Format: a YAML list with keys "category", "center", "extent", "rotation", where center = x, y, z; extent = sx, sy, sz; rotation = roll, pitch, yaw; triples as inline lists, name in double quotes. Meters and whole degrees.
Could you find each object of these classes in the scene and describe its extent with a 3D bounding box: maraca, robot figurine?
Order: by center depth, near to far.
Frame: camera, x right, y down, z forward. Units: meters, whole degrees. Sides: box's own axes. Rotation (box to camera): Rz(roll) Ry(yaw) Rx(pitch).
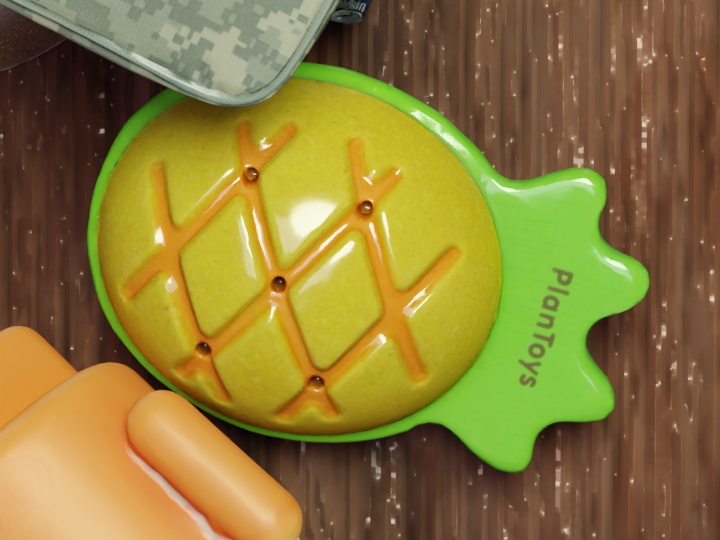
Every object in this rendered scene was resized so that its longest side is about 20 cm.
- category: "maraca"
  center: [0.000, 0.000, 0.808]
  extent: [0.200, 0.107, 0.137]
  rotation: [16, 107, 4]
- category: "robot figurine"
  center: [-0.086, 0.115, 0.821]
  extent: [0.144, 0.117, 0.200]
  rotation: [-45, 83, 1]

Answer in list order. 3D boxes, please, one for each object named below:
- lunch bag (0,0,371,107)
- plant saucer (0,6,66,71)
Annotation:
- category: "lunch bag"
  center: [-0.074, -0.155, 0.762]
  extent: [0.200, 0.168, 0.139]
  rotation: [26, 107, -4]
- category: "plant saucer"
  center: [-0.171, -0.173, 0.871]
  extent: [0.200, 0.037, 0.201]
  rotation: [0, 92, 10]
